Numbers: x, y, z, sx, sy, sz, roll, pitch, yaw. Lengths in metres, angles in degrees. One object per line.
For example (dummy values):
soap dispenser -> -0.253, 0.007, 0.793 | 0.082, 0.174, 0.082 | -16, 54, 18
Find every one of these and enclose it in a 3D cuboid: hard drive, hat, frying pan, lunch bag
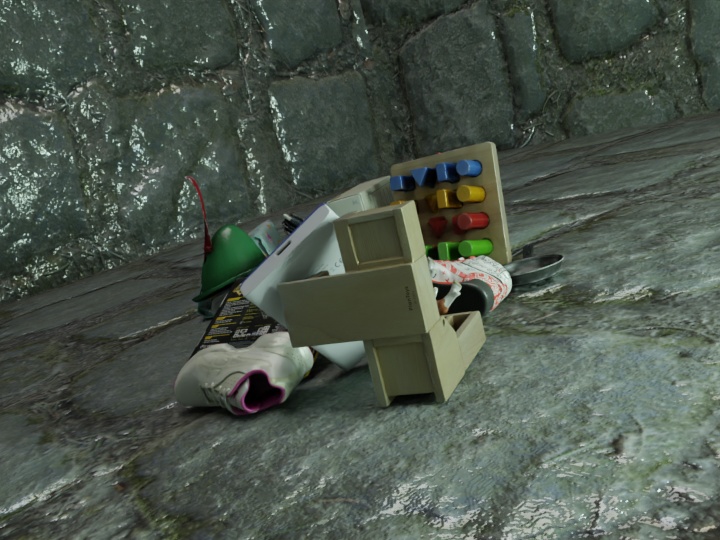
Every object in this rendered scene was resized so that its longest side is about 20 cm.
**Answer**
hard drive -> -0.029, 0.027, 0.891 | 0.132, 0.200, 0.025 | -43, 43, 5
hat -> -0.242, -0.063, 1.319 | 0.164, 0.179, 0.199 | -27, 2, -43
frying pan -> 0.244, -0.005, 1.186 | 0.113, 0.032, 0.190 | -16, 7, -5
lunch bag -> -0.241, 0.006, 1.560 | 0.199, 0.123, 0.171 | -37, 10, 12

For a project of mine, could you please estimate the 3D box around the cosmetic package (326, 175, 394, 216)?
cosmetic package -> 0.012, -0.105, 1.429 | 0.070, 0.107, 0.200 | -13, 9, 21

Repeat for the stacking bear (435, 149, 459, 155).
stacking bear -> 0.171, -0.111, 1.360 | 0.112, 0.204, 0.121 | -18, 11, -21

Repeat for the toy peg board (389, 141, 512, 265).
toy peg board -> 0.128, -0.093, 1.265 | 0.197, 0.204, 0.097 | -9, -1, 34

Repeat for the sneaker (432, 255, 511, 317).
sneaker -> 0.117, 0.012, 1.101 | 0.198, 0.069, 0.107 | 14, 24, 33

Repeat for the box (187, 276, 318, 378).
box -> -0.127, 0.074, 1.058 | 0.197, 0.050, 0.161 | -9, 40, 36

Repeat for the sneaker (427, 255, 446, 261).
sneaker -> 0.108, 0.009, 1.164 | 0.196, 0.081, 0.075 | -16, 4, -18

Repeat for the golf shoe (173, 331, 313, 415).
golf shoe -> -0.153, 0.134, 0.922 | 0.197, 0.076, 0.092 | -20, 26, 24

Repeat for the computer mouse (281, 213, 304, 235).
computer mouse -> -0.100, -0.017, 1.237 | 0.201, 0.137, 0.053 | -54, -4, -48

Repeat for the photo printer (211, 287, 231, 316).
photo printer -> -0.159, 0.037, 1.342 | 0.165, 0.071, 0.199 | -24, 0, -41

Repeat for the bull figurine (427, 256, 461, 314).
bull figurine -> 0.044, 0.005, 1.035 | 0.122, 0.201, 0.065 | -47, -33, 18

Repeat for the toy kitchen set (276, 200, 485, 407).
toy kitchen set -> 0.024, 0.025, 0.867 | 0.160, 0.204, 0.180 | -9, 12, 26
